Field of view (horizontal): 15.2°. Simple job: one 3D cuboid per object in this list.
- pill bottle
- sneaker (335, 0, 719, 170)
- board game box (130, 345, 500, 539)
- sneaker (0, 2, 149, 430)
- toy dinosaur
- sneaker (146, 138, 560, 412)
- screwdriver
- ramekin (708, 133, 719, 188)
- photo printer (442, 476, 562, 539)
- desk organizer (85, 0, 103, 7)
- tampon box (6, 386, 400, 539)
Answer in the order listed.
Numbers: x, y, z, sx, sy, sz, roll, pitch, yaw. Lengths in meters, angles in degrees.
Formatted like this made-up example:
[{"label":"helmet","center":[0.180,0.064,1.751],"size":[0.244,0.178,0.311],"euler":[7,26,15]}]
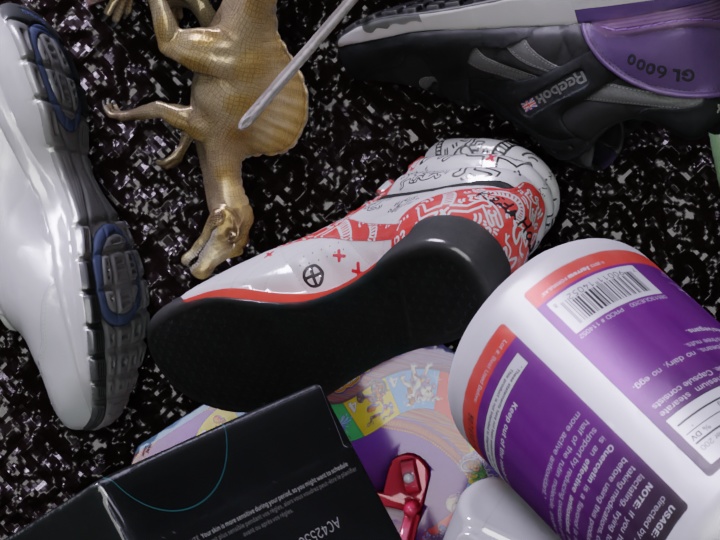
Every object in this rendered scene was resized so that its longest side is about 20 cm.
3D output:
[{"label":"pill bottle","center":[0.132,0.082,1.117],"size":[0.112,0.112,0.200],"euler":[-46,53,2]},{"label":"sneaker","center":[0.076,-0.084,1.201],"size":[0.199,0.076,0.088],"euler":[-4,101,37]},{"label":"board game box","center":[-0.015,0.118,1.250],"size":[0.200,0.039,0.158],"euler":[-32,87,2]},{"label":"sneaker","center":[-0.157,-0.019,1.256],"size":[0.087,0.074,0.201],"euler":[-19,81,15]},{"label":"toy dinosaur","center":[-0.062,-0.099,1.229],"size":[0.101,0.058,0.201],"euler":[28,123,26]},{"label":"sneaker","center":[0.001,0.001,1.240],"size":[0.201,0.108,0.067],"euler":[-19,111,38]},{"label":"screwdriver","center":[0.000,-0.119,1.199],"size":[0.029,0.200,0.028],"euler":[11,133,21]},{"label":"ramekin","center":[0.213,-0.098,1.165],"size":[0.097,0.200,0.201],"euler":[-5,89,-4]},{"label":"photo printer","center":[0.089,0.210,1.196],"size":[0.166,0.069,0.201],"euler":[25,119,10]},{"label":"desk organizer","center":[-0.051,-0.193,1.239],"size":[0.199,0.077,0.072],"euler":[-21,88,3]},{"label":"tampon box","center":[-0.095,0.159,1.152],"size":[0.200,0.150,0.127],"euler":[-32,84,40]}]
